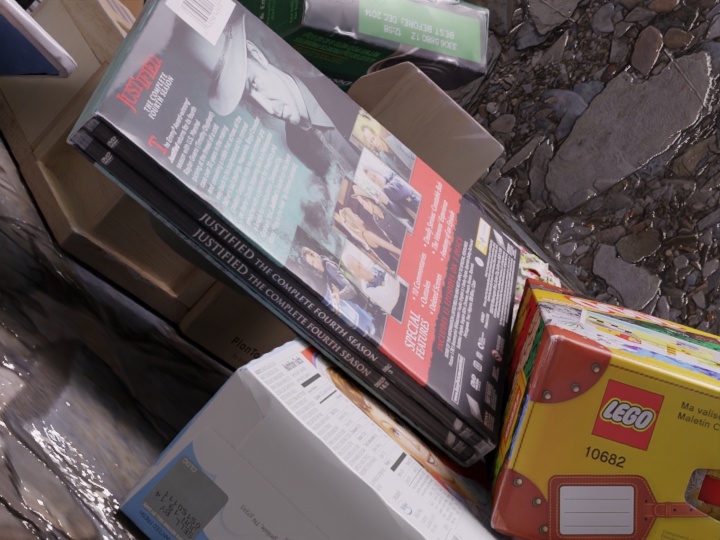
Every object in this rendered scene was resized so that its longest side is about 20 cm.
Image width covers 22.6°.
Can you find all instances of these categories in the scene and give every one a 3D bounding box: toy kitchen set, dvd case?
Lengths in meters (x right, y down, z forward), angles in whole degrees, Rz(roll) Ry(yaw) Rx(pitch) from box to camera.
[{"bbox_3d":[-0.048,-0.064,0.902,0.200,0.163,0.181,38,9,-39],"label":"toy kitchen set"},{"bbox_3d":[-0.016,-0.028,0.722,0.200,0.022,0.146,41,30,-17],"label":"dvd case"}]

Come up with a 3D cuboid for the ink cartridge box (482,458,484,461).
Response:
[{"bbox_3d":[0.132,0.152,0.960,0.200,0.083,0.146,44,8,-1],"label":"ink cartridge box"}]

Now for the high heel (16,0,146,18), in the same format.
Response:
[{"bbox_3d":[-0.114,-0.128,0.974,0.200,0.143,0.071,45,8,13],"label":"high heel"}]

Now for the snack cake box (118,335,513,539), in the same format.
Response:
[{"bbox_3d":[-0.005,0.086,0.673,0.115,0.067,0.200,42,7,4],"label":"snack cake box"}]

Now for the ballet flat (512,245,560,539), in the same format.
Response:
[{"bbox_3d":[0.093,0.080,0.851,0.064,0.075,0.201,148,-65,-67],"label":"ballet flat"}]

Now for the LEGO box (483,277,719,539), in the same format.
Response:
[{"bbox_3d":[0.152,0.077,0.713,0.199,0.078,0.149,17,8,-1],"label":"LEGO box"}]

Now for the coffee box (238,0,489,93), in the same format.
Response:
[{"bbox_3d":[-0.033,-0.111,1.004,0.122,0.044,0.200,11,-17,-33],"label":"coffee box"}]

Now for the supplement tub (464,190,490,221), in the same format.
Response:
[{"bbox_3d":[0.049,-0.007,1.304,0.107,0.107,0.200,42,7,-6],"label":"supplement tub"}]

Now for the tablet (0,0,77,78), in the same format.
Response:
[{"bbox_3d":[-0.222,-0.157,0.812,0.200,0.014,0.130,46,-20,-29],"label":"tablet"}]

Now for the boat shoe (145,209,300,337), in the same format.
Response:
[{"bbox_3d":[-0.005,-0.006,0.797,0.201,0.072,0.070,37,-31,-31],"label":"boat shoe"}]
